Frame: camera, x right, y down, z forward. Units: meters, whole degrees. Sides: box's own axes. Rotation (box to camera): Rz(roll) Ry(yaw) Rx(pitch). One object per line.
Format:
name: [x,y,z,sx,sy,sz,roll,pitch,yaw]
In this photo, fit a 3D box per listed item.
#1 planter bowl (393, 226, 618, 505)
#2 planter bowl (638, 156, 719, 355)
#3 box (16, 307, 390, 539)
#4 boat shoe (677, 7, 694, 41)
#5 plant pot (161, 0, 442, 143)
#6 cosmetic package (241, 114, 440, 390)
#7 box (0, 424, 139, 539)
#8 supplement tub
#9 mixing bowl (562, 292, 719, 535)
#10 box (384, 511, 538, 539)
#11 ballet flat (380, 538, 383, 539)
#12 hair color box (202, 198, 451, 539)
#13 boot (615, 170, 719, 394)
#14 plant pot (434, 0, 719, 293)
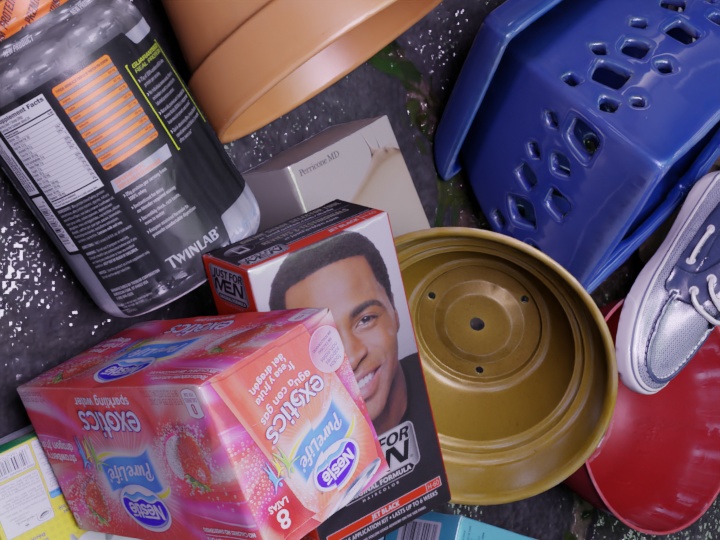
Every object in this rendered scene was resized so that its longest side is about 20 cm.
planter bowl: [0.074,0.051,0.867,0.201,0.200,0.083,65,21,-16]
planter bowl: [0.334,-0.019,1.137,0.135,0.200,0.200,35,66,-11]
box: [-0.093,0.089,0.723,0.095,0.200,0.103,-31,106,-38]
boat shoe: [0.298,-0.181,1.193,0.071,0.070,0.201,24,77,-10]
plant pot: [-0.051,-0.196,0.847,0.200,0.200,0.140,-36,91,-34]
cosmetic package: [0.000,0.000,0.938,0.103,0.073,0.200,-33,108,-34]
box: [-0.167,0.189,0.813,0.117,0.048,0.200,-24,100,-37]
supplement tub: [-0.158,-0.082,0.786,0.123,0.122,0.200,-43,113,-31]
mixing bowl: [0.212,0.115,1.074,0.200,0.108,0.201,3,85,-38]
box: [0.118,0.234,1.010,0.200,0.082,0.049,24,73,-35]
ballet flat: [-0.030,0.214,0.897,0.074,0.074,0.200,21,73,-35]
hair color box: [-0.017,0.069,0.790,0.101,0.061,0.200,-24,112,-27]
boot: [0.274,0.008,0.993,0.073,0.090,0.200,35,75,-31]
plant pot: [0.179,-0.123,0.993,0.180,0.200,0.200,42,57,13]
